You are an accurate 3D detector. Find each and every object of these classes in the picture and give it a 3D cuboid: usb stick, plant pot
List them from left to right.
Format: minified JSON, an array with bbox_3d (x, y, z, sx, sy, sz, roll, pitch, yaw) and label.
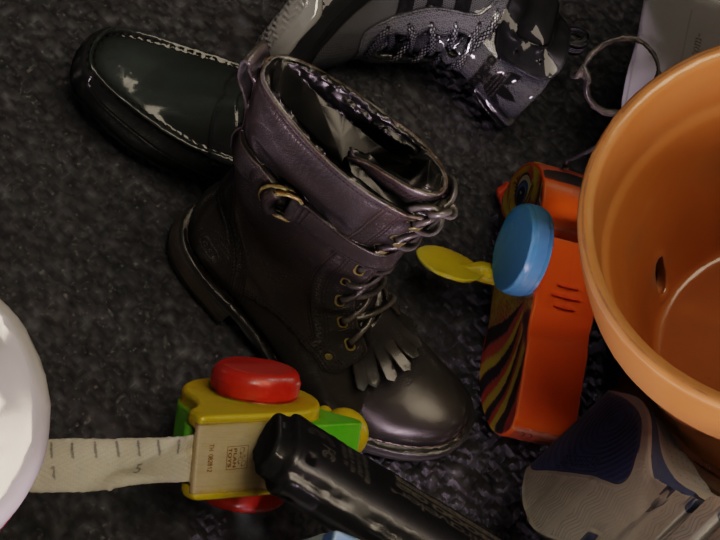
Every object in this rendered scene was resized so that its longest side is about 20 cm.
[{"bbox_3d":[0.041,0.126,0.724,0.200,0.055,0.033,33,103,-12],"label":"usb stick"},{"bbox_3d":[0.201,0.011,0.767,0.199,0.140,0.201,-4,58,6],"label":"plant pot"}]

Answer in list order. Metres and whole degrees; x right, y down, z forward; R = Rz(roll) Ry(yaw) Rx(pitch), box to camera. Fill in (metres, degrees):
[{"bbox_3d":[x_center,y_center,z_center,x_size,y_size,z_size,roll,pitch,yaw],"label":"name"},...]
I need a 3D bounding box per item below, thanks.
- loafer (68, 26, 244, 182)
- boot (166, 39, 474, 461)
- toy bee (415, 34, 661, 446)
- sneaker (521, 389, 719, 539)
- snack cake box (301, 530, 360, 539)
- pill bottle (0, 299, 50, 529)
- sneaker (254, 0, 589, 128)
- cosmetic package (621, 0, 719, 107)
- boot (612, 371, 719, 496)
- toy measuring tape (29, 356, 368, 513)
[{"bbox_3d":[-0.048,-0.072,0.826,0.200,0.070,0.068,25,60,-14],"label":"loafer"},{"bbox_3d":[0.000,0.000,0.757,0.200,0.174,0.069,38,58,-6],"label":"boot"},{"bbox_3d":[0.104,-0.010,0.867,0.131,0.109,0.200,35,84,-16],"label":"toy bee"},{"bbox_3d":[0.153,0.143,0.750,0.080,0.199,0.115,-41,114,-1],"label":"sneaker"},{"bbox_3d":[-0.035,0.218,0.676,0.067,0.115,0.201,26,63,-22],"label":"snack cake box"},{"bbox_3d":[-0.191,0.078,0.620,0.110,0.200,0.111,9,65,-21],"label":"pill bottle"},{"bbox_3d":[0.043,-0.126,0.887,0.200,0.075,0.114,-31,81,-34],"label":"sneaker"},{"bbox_3d":[0.266,-0.101,0.885,0.199,0.168,0.166,29,53,22],"label":"cosmetic package"},{"bbox_3d":[0.223,0.086,0.850,0.199,0.077,0.156,4,57,22],"label":"boot"},{"bbox_3d":[-0.083,0.075,0.739,0.199,0.073,0.074,1,68,-37],"label":"toy measuring tape"}]
